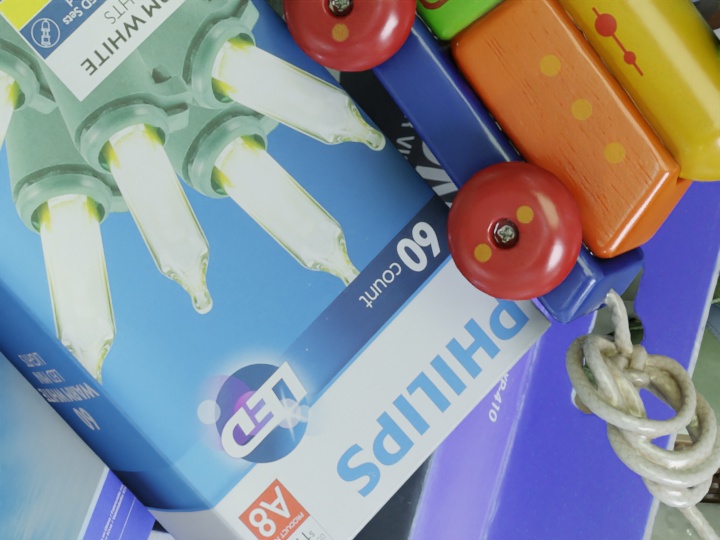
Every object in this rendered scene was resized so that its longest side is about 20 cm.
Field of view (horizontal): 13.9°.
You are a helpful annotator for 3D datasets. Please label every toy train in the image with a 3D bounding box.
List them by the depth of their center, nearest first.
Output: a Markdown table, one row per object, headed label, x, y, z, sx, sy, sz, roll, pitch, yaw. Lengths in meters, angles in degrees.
| label | x | y | z | sx | sy | sz | roll | pitch | yaw |
| --- | --- | --- | --- | --- | --- | --- | --- | --- | --- |
| toy train | 0.081 | -0.035 | 0.738 | 0.116 | 0.085 | 0.200 | -38 | 83 | 21 |

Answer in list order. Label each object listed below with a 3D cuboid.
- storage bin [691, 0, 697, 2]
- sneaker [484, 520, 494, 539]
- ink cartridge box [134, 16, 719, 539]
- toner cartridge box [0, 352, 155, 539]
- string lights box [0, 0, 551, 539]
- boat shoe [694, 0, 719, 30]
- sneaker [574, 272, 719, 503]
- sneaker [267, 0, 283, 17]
| label | x | y | z | sx | sy | sz | roll | pitch | yaw |
| --- | --- | --- | --- | --- | --- | --- | --- | --- | --- |
| storage bin | 0.078 | -0.166 | 0.831 | 0.134 | 0.146 | 0.200 | -28 | 81 | -35 |
| sneaker | -0.010 | 0.121 | 0.842 | 0.099 | 0.075 | 0.201 | 8 | 70 | -16 |
| ink cartridge box | 0.000 | 0.000 | 0.851 | 0.199 | 0.043 | 0.199 | 9 | 66 | 18 |
| toner cartridge box | -0.108 | 0.065 | 0.801 | 0.095 | 0.043 | 0.201 | 12 | 69 | 20 |
| string lights box | -0.058 | -0.023 | 0.752 | 0.200 | 0.059 | 0.103 | 47 | 71 | -11 |
| boat shoe | 0.092 | -0.176 | 0.973 | 0.074 | 0.076 | 0.201 | -15 | 79 | -25 |
| sneaker | 0.120 | 0.023 | 0.923 | 0.199 | 0.067 | 0.090 | 5 | 71 | -22 |
| sneaker | -0.056 | -0.097 | 0.855 | 0.200 | 0.080 | 0.071 | -49 | 130 | -36 |
